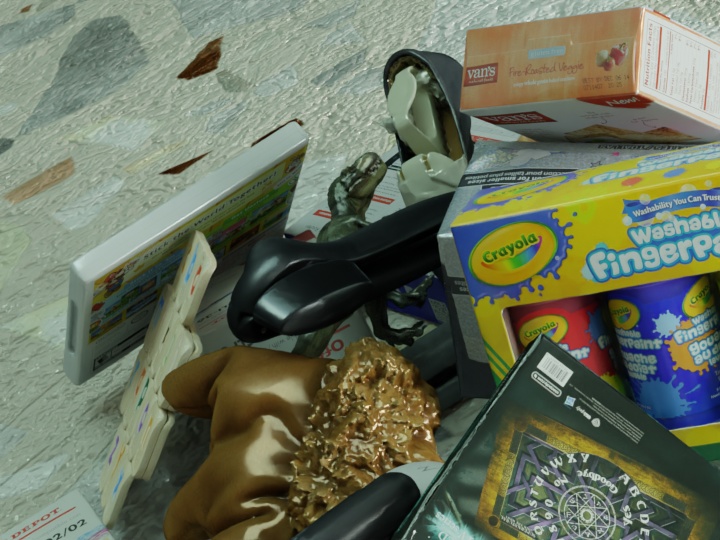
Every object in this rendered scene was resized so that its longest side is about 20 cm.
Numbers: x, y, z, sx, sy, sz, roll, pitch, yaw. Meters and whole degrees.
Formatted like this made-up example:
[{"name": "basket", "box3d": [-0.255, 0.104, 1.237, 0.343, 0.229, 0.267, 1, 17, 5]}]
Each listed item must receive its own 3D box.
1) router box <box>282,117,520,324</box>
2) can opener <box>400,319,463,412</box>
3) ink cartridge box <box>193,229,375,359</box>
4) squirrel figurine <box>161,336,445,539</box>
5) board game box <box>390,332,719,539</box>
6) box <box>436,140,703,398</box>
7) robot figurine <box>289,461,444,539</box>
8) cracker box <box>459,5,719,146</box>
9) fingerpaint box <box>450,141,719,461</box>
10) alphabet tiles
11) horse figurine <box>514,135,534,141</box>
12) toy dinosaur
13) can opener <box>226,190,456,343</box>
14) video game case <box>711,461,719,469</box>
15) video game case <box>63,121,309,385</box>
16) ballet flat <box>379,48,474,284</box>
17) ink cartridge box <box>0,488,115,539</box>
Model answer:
[{"name": "router box", "box3d": [0.069, -0.043, 1.548, 0.179, 0.049, 0.200, -38, 31, -24]}, {"name": "can opener", "box3d": [0.012, 0.083, 1.371, 0.200, 0.053, 0.066, -30, 29, -11]}, {"name": "ink cartridge box", "box3d": [-0.059, 0.039, 1.440, 0.116, 0.068, 0.200, -27, 14, -4]}, {"name": "squirrel figurine", "box3d": [-0.036, 0.140, 1.207, 0.200, 0.142, 0.187, -24, 31, 35]}, {"name": "board game box", "box3d": [0.130, 0.144, 1.020, 0.135, 0.200, 0.028, -52, 0, -22]}, {"name": "box", "box3d": [0.160, 0.002, 1.269, 0.199, 0.133, 0.115, 2, 37, 18]}, {"name": "robot figurine", "box3d": [0.004, 0.187, 1.066, 0.200, 0.125, 0.150, -34, -5, -23]}, {"name": "cracker box", "box3d": [0.175, -0.107, 1.289, 0.134, 0.200, 0.058, -2, 78, 42]}, {"name": "fingerpaint box", "box3d": [0.171, 0.022, 1.156, 0.199, 0.167, 0.073, -10, 16, 22]}, {"name": "alphabet tiles", "box3d": [-0.137, 0.073, 1.401, 0.200, 0.015, 0.196, -130, 60, -76]}, {"name": "horse figurine", "box3d": [0.139, -0.048, 1.425, 0.132, 0.050, 0.200, -27, 47, -16]}, {"name": "toy dinosaur", "box3d": [0.002, 0.013, 1.351, 0.048, 0.088, 0.200, 121, 170, -48]}, {"name": "can opener", "box3d": [0.000, 0.000, 1.297, 0.200, 0.064, 0.079, -22, 50, -39]}, {"name": "video game case", "box3d": [0.152, 0.166, 1.152, 0.182, 0.023, 0.200, -35, 30, -19]}, {"name": "video game case", "box3d": [-0.130, -0.010, 1.502, 0.200, 0.182, 0.023, -34, 74, -23]}, {"name": "ballet flat", "box3d": [0.049, -0.075, 1.416, 0.073, 0.073, 0.201, -18, 54, 13]}, {"name": "ink cartridge box", "box3d": [-0.197, 0.214, 1.297, 0.115, 0.068, 0.200, -31, 28, -12]}]
